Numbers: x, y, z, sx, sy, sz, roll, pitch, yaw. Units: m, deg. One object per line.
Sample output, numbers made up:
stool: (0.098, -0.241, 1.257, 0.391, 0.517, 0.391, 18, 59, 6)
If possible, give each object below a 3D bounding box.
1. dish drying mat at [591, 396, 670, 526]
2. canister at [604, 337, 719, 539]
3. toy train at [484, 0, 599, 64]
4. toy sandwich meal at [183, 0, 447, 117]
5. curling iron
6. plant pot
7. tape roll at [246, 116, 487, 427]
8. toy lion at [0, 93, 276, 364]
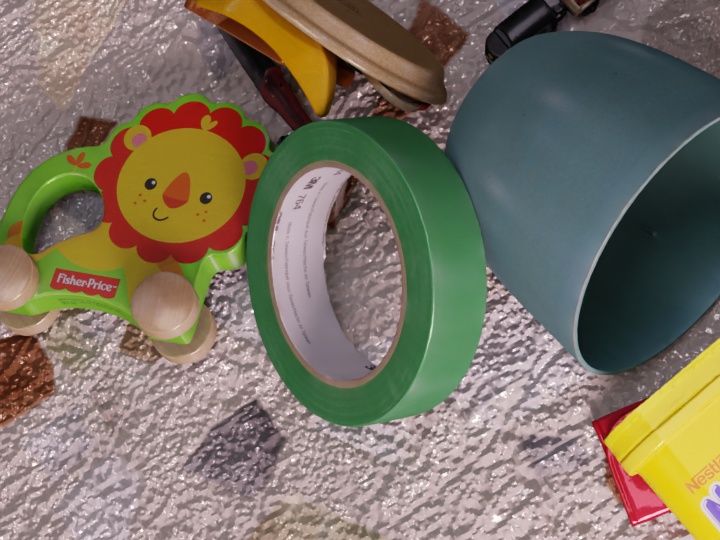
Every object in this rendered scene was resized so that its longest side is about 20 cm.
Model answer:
dish drying mat: (0.256, 0.096, 1.209, 0.199, 0.018, 0.077, -22, 70, 6)
canister: (0.271, 0.135, 1.145, 0.148, 0.087, 0.200, -41, 77, 2)
toy train: (0.167, -0.212, 1.311, 0.200, 0.046, 0.034, -40, 69, -1)
toy sandwich meal: (-0.032, -0.158, 1.279, 0.205, 0.205, 0.070, 41, 105, 21)
curling iron: (-0.067, -0.135, 1.344, 0.026, 0.049, 0.201, -43, 58, 23)
plant pot: (0.151, -0.060, 1.195, 0.201, 0.201, 0.161, -48, 59, -5)
tape roll: (0.000, 0.000, 1.217, 0.200, 0.048, 0.202, 13, 106, 51)
toy lion: (-0.157, -0.040, 1.331, 0.199, 0.069, 0.193, 9, 68, 16)
